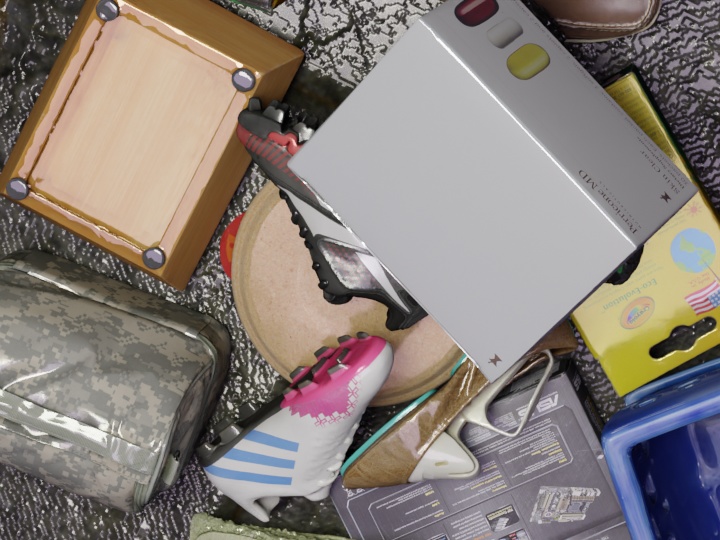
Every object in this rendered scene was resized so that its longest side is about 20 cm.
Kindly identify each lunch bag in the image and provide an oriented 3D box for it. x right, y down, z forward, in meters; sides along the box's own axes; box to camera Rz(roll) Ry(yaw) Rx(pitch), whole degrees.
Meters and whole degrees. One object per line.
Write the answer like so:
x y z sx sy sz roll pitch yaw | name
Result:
-0.208 0.083 1.767 0.200 0.168 0.140 22 103 2 | lunch bag

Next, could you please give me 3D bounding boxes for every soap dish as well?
-0.155 -0.102 1.766 0.157 0.081 0.200 28 104 0 | soap dish

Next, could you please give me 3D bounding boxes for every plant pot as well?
0.288 0.148 1.713 0.200 0.180 0.200 -20 98 11 | plant pot

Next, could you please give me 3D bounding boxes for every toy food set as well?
0.000 0.000 1.785 0.198 0.049 0.200 -12 101 10 | toy food set

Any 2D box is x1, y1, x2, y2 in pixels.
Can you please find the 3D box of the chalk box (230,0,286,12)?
-0.127 -0.271 1.707 0.200 0.124 0.125 20 104 4 | chalk box

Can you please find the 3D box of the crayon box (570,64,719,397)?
0.186 -0.027 1.755 0.127 0.051 0.200 -28 96 12 | crayon box

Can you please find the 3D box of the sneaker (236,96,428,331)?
-0.016 -0.033 1.716 0.200 0.071 0.098 39 103 -6 | sneaker

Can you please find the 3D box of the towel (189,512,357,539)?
-0.039 0.260 1.821 0.200 0.036 0.149 9 113 21 | towel

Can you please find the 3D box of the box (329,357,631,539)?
0.096 0.176 1.810 0.200 0.048 0.159 -25 98 12 | box

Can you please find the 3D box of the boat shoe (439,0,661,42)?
0.107 -0.198 1.716 0.202 0.075 0.075 11 103 5 | boat shoe

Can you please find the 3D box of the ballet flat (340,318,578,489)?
0.076 0.099 1.745 0.200 0.068 0.072 -45 77 -1 | ballet flat

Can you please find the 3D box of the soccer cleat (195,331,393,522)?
-0.030 0.113 1.761 0.086 0.070 0.200 48 131 -9 | soccer cleat

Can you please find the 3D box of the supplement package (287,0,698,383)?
0.085 -0.061 1.615 0.200 0.111 0.156 47 127 3 | supplement package

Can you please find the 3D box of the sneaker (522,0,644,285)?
0.131 -0.079 1.695 0.085 0.078 0.200 -28 88 19 | sneaker
